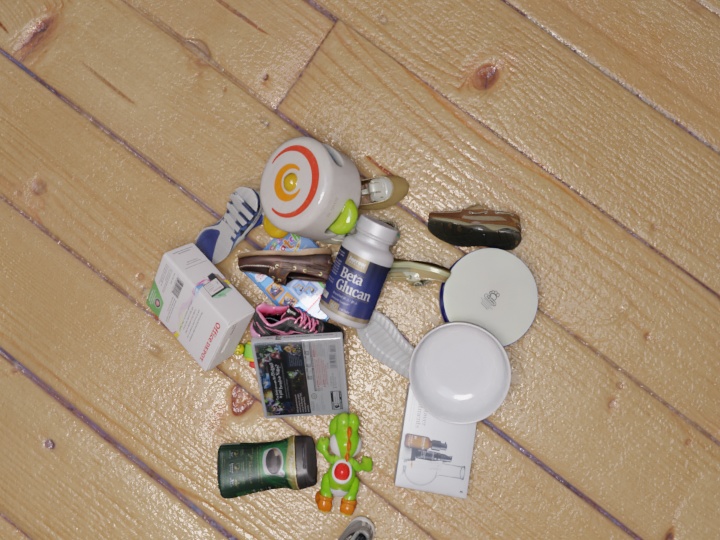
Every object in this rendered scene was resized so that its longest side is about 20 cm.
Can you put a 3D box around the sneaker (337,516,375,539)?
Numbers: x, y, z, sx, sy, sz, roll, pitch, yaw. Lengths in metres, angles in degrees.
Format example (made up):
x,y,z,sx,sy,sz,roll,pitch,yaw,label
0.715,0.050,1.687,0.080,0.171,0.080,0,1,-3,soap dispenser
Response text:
x,y,z,sx,sy,sz,roll,pitch,yaw,label
-0.045,0.579,1.323,0.074,0.116,0.202,34,86,4,sneaker

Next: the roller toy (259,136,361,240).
x,y,z,sx,sy,sz,roll,pitch,yaw,label
-0.103,-0.159,1.325,0.196,0.139,0.188,-7,79,33,roller toy

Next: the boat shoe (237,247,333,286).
x,y,z,sx,sy,sz,roll,pitch,yaw,label
-0.151,-0.005,1.365,0.194,0.070,0.072,-2,81,1,boat shoe

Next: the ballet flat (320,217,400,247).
x,y,z,sx,sy,sz,roll,pitch,yaw,label
-0.014,-0.088,1.410,0.194,0.069,0.072,4,85,2,ballet flat

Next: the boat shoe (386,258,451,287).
x,y,z,sx,sy,sz,roll,pitch,yaw,label
0.089,0.011,1.376,0.196,0.073,0.065,7,93,24,boat shoe

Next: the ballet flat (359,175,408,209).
x,y,z,sx,sy,sz,roll,pitch,yaw,label
0.008,-0.160,1.417,0.195,0.063,0.071,-13,83,0,ballet flat

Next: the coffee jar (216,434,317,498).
x,y,z,sx,sy,sz,roll,pitch,yaw,label
-0.184,0.391,1.355,0.194,0.086,0.107,-6,66,1,coffee jar

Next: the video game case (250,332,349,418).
x,y,z,sx,sy,sz,roll,pitch,yaw,label
-0.116,0.211,1.347,0.176,0.024,0.204,-4,124,0,video game case

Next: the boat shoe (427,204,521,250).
x,y,z,sx,sy,sz,roll,pitch,yaw,label
0.238,-0.096,1.408,0.195,0.076,0.075,11,57,11,boat shoe

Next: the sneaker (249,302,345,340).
x,y,z,sx,sy,sz,roll,pitch,yaw,label
-0.125,0.110,1.337,0.194,0.097,0.080,10,48,1,sneaker

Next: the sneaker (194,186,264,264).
x,y,z,sx,sy,sz,roll,pitch,yaw,label
-0.248,-0.097,1.411,0.081,0.115,0.199,49,117,8,sneaker

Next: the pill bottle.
x,y,z,sx,sy,sz,roll,pitch,yaw,label
0.000,0.000,1.327,0.109,0.111,0.204,23,99,3,pill bottle

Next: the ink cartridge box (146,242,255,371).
x,y,z,sx,sy,sz,roll,pitch,yaw,label
-0.320,0.072,1.344,0.200,0.083,0.146,44,127,15,ink cartridge box

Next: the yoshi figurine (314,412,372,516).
x,y,z,sx,sy,sz,roll,pitch,yaw,label
-0.036,0.377,1.367,0.110,0.111,0.206,17,101,42,yoshi figurine

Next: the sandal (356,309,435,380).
x,y,z,sx,sy,sz,roll,pitch,yaw,label
0.070,0.160,1.395,0.202,0.050,0.083,43,103,6,sandal

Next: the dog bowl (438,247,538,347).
x,y,z,sx,sy,sz,roll,pitch,yaw,label
0.260,0.058,1.383,0.194,0.079,0.206,0,85,1,dog bowl

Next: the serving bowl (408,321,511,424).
x,y,z,sx,sy,sz,roll,pitch,yaw,label
0.193,0.191,1.320,0.194,0.066,0.206,2,103,10,serving bowl

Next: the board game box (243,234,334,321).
x,y,z,sx,sy,sz,roll,pitch,yaw,label
-0.125,0.019,1.417,0.200,0.037,0.151,44,88,3,board game box

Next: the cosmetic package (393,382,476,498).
x,y,z,sx,sy,sz,roll,pitch,yaw,label
0.155,0.343,1.374,0.146,0.052,0.206,9,85,0,cosmetic package

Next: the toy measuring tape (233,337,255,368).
x,y,z,sx,sy,sz,roll,pitch,yaw,label
-0.168,0.173,1.387,0.194,0.074,0.076,7,85,2,toy measuring tape
